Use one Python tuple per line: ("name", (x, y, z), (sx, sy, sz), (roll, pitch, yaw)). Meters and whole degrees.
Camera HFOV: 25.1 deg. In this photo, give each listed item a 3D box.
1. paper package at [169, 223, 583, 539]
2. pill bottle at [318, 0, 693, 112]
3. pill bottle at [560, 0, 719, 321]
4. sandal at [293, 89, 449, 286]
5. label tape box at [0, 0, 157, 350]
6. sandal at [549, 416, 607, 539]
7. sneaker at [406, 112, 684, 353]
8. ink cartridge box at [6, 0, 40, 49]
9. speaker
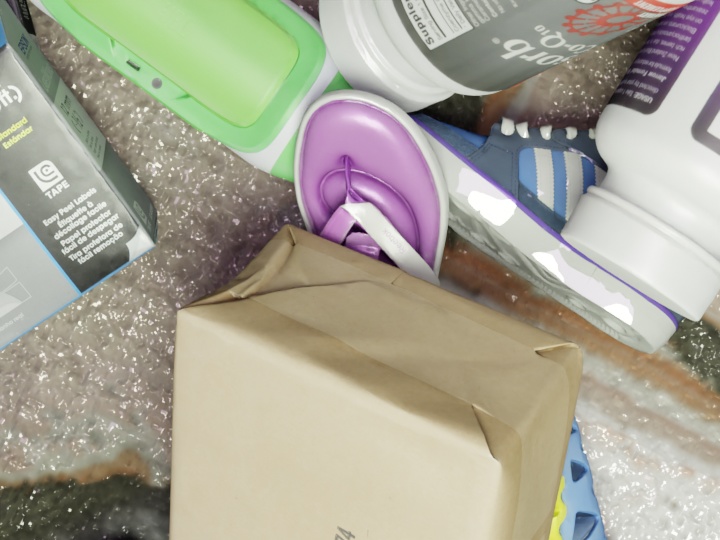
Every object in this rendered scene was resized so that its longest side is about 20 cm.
("paper package", (0.001, 0.109, 0.825), (0.189, 0.103, 0.202), (22, 127, 21))
("pill bottle", (0.076, -0.156, 0.808), (0.115, 0.199, 0.117), (15, 67, -37))
("pill bottle", (0.186, -0.081, 0.802), (0.111, 0.111, 0.201), (32, 91, -2))
("sandal", (0.007, 0.000, 0.863), (0.081, 0.050, 0.204), (-1, 125, 7))
("label tape box", (-0.222, -0.061, 0.864), (0.142, 0.066, 0.201), (-32, 113, 7))
("sandal", (0.116, 0.171, 0.916), (0.086, 0.079, 0.203), (-3, 87, -35))
("sneaker", (0.127, -0.065, 0.897), (0.199, 0.081, 0.147), (36, 82, 3))
("ink cartridge box", (-0.277, -0.103, 0.909), (0.198, 0.037, 0.096), (-16, 94, 3))
("speaker", (-0.094, -0.135, 0.881), (0.199, 0.088, 0.089), (36, 93, -2))
